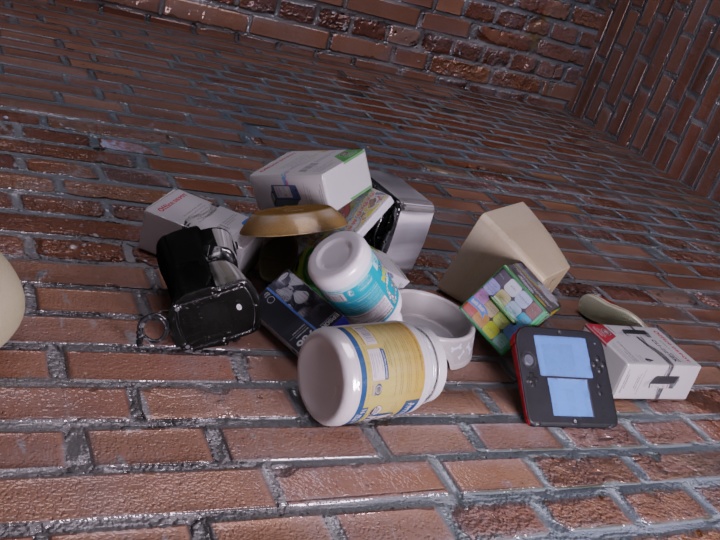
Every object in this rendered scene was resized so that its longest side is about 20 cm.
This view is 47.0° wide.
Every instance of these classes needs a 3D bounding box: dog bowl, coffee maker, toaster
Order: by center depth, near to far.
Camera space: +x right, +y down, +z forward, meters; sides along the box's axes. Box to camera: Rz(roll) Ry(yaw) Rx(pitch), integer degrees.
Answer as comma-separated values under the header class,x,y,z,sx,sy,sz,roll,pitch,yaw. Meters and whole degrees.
class,x,y,z,sx,sy,sz,roll,pitch,yaw
coffee maker,-0.273,0.022,1.338,0.191,0.136,0.200,5,27,-26
dog bowl,0.122,0.103,1.536,0.198,0.059,0.200,15,26,-8
toaster,0.047,-0.100,1.752,0.118,0.182,0.200,-1,31,-39

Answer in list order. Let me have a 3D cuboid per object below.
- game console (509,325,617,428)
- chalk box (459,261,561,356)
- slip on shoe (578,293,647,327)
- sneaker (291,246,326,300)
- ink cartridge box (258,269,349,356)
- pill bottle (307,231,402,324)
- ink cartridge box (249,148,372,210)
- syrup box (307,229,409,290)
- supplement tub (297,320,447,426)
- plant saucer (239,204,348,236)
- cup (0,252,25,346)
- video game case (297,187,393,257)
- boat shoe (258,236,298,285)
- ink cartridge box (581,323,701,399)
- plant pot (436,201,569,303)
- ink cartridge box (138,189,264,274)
class,x,y,z,sx,sy,sz,roll,pitch,yaw
game console,0.359,0.188,1.456,0.198,0.031,0.178,6,60,-25
chalk box,0.278,0.071,1.551,0.125,0.124,0.200,50,20,13
slip on shoe,0.569,0.112,1.820,0.061,0.075,0.200,3,24,-37
sneaker,-0.087,0.032,1.529,0.083,0.074,0.201,20,33,-19
ink cartridge box,-0.093,0.086,1.383,0.099,0.039,0.200,-42,55,-16
pill bottle,0.000,0.034,1.405,0.111,0.111,0.200,48,-5,47
ink cartridge box,-0.100,-0.180,1.660,0.199,0.088,0.145,6,31,37
syrup box,0.000,0.000,1.540,0.082,0.079,0.200,52,15,31
supplement tub,0.019,0.152,1.258,0.199,0.146,0.145,-2,32,-37
plant saucer,-0.122,-0.094,1.499,0.198,0.036,0.200,-4,11,1
cup,-0.527,0.041,1.089,0.199,0.202,0.143,25,-1,14
video game case,-0.054,-0.100,1.674,0.182,0.200,0.023,29,-17,46
boat shoe,-0.154,-0.033,1.613,0.071,0.066,0.202,5,41,1
ink cartridge box,0.545,0.180,1.639,0.198,0.084,0.144,6,27,-27
plant pot,0.318,-0.002,1.746,0.177,0.201,0.199,42,32,21
ink cartridge box,-0.294,-0.066,1.560,0.199,0.085,0.145,22,24,5
